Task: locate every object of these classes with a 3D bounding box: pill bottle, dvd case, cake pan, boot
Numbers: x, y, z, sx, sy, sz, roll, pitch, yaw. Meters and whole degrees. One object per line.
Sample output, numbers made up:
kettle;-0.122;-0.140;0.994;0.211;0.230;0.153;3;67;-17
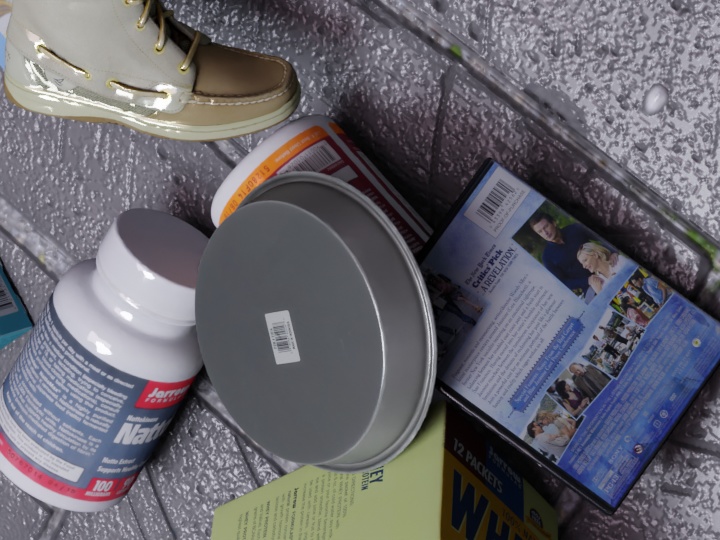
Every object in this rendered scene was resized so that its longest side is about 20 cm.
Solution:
pill bottle;0.000;0.000;1.690;0.200;0.109;0.110;49;120;14
dvd case;0.121;0.042;1.613;0.200;0.018;0.143;36;87;5
cake pan;-0.036;0.038;1.620;0.200;0.037;0.201;15;112;41
pill bottle;-0.177;0.062;1.796;0.120;0.119;0.200;41;118;18
boot;-0.137;-0.170;1.636;0.199;0.072;0.155;7;129;4

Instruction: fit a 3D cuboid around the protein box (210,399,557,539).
protein box;0.012;0.229;1.640;0.199;0.199;0.135;-28;126;27

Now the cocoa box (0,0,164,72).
cocoa box;-0.232;-0.257;1.765;0.200;0.131;0.133;51;121;13

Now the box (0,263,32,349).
box;-0.349;0.056;1.950;0.200;0.049;0.083;-33;82;32
